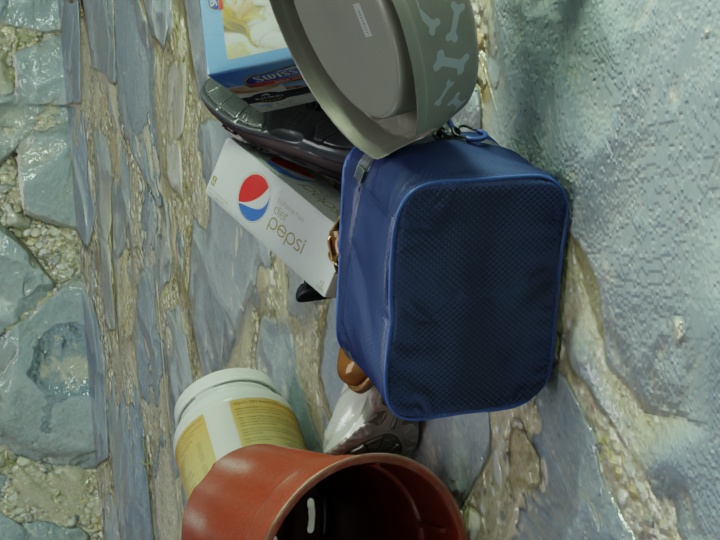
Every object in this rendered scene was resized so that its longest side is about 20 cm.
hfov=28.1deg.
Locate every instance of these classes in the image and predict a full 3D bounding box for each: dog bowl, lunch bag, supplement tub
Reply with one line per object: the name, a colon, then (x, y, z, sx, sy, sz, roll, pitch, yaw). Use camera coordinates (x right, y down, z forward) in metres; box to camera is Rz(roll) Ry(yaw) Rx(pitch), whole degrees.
dog bowl: (0.005, -0.172, 0.934, 0.200, 0.059, 0.200, 52, 159, 28)
lunch bag: (0.055, -0.010, 1.017, 0.132, 0.135, 0.201, -138, 49, -61)
supplement tub: (-0.124, 0.220, 1.573, 0.200, 0.144, 0.145, -113, 26, -42)

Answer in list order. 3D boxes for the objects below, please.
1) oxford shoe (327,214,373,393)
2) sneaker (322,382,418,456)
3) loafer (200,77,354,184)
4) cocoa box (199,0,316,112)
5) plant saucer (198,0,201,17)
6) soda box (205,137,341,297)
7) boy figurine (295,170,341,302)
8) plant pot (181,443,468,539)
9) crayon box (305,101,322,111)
oxford shoe: (0.000, 0.000, 1.191, 0.071, 0.071, 0.201, -6, 72, 59)
sneaker: (0.017, 0.102, 1.271, 0.200, 0.078, 0.100, 122, 147, -46)
loafer: (-0.068, -0.125, 1.339, 0.200, 0.072, 0.063, 24, 141, 29)
cocoa box: (-0.060, -0.255, 1.223, 0.131, 0.133, 0.201, 24, -123, -74)
plant saucer: (-0.161, -0.340, 1.711, 0.200, 0.032, 0.201, 174, 90, -71)
soda box: (-0.056, -0.050, 1.321, 0.200, 0.068, 0.064, 39, 114, 39)
boy figurine: (-0.050, -0.076, 1.414, 0.124, 0.064, 0.201, 128, 130, -65)
plant pot: (-0.045, 0.235, 1.214, 0.195, 0.200, 0.202, 9, 104, 58)
crayon box: (-0.054, -0.247, 1.401, 0.127, 0.051, 0.200, 108, 151, -49)
